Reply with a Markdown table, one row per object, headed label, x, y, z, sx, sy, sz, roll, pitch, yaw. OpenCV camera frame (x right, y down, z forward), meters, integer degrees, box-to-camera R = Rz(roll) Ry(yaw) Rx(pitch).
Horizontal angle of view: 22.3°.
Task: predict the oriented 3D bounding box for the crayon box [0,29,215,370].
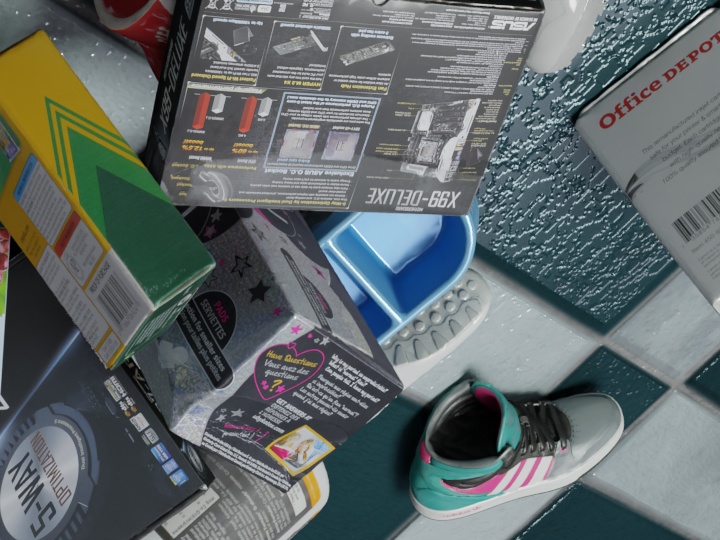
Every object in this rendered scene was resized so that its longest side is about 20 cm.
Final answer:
| label | x | y | z | sx | sy | sz | roll | pitch | yaw |
| --- | --- | --- | --- | --- | --- | --- | --- | --- | --- |
| crayon box | -0.174 | -0.051 | 1.063 | 0.051 | 0.201 | 0.126 | -36 | 177 | -26 |

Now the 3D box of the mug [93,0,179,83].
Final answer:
| label | x | y | z | sx | sy | sz | roll | pitch | yaw |
| --- | --- | --- | --- | --- | --- | --- | --- | --- | --- |
| mug | -0.050 | -0.146 | 1.084 | 0.199 | 0.179 | 0.133 | 16 | 165 | -36 |

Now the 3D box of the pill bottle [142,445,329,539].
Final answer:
| label | x | y | z | sx | sy | sz | roll | pitch | yaw |
| --- | --- | --- | --- | --- | --- | --- | --- | --- | --- |
| pill bottle | -0.126 | 0.186 | 1.322 | 0.200 | 0.116 | 0.117 | -39 | 146 | -28 |

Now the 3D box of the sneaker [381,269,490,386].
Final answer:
| label | x | y | z | sx | sy | sz | roll | pitch | yaw |
| --- | --- | --- | --- | --- | --- | --- | --- | --- | --- |
| sneaker | 0.016 | 0.066 | 1.400 | 0.199 | 0.077 | 0.080 | -33 | 150 | 9 |

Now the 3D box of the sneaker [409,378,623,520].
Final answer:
| label | x | y | z | sx | sy | sz | roll | pitch | yaw |
| --- | --- | --- | --- | --- | --- | --- | --- | --- | --- |
| sneaker | 0.131 | 0.132 | 1.535 | 0.199 | 0.084 | 0.121 | -22 | 148 | -9 |

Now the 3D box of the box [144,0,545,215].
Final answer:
| label | x | y | z | sx | sy | sz | roll | pitch | yaw |
| --- | --- | --- | --- | --- | --- | --- | --- | --- | --- |
| box | -0.012 | -0.106 | 1.036 | 0.198 | 0.050 | 0.158 | 1 | 135 | -19 |

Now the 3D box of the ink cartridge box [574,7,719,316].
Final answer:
| label | x | y | z | sx | sy | sz | roll | pitch | yaw |
| --- | --- | --- | --- | --- | --- | --- | --- | --- | --- |
| ink cartridge box | 0.271 | -0.072 | 1.323 | 0.146 | 0.201 | 0.083 | -38 | 143 | 9 |

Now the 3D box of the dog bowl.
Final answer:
| label | x | y | z | sx | sy | sz | roll | pitch | yaw |
| --- | --- | --- | --- | --- | --- | --- | --- | --- | --- |
| dog bowl | 0.000 | 0.000 | 1.307 | 0.200 | 0.050 | 0.112 | -39 | 112 | 10 |

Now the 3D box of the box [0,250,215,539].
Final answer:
| label | x | y | z | sx | sy | sz | roll | pitch | yaw |
| --- | --- | --- | --- | --- | --- | --- | --- | --- | --- |
| box | -0.218 | 0.107 | 1.216 | 0.160 | 0.201 | 0.044 | -35 | 180 | 4 |

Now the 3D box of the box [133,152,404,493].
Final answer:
| label | x | y | z | sx | sy | sz | roll | pitch | yaw |
| --- | --- | --- | --- | --- | --- | --- | --- | --- | --- |
| box | -0.082 | 0.020 | 1.194 | 0.115 | 0.201 | 0.132 | -42 | 139 | 10 |

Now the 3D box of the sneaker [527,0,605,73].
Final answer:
| label | x | y | z | sx | sy | sz | roll | pitch | yaw |
| --- | --- | --- | --- | --- | --- | --- | --- | --- | --- |
| sneaker | 0.127 | -0.222 | 1.193 | 0.080 | 0.077 | 0.201 | 2 | 126 | -18 |

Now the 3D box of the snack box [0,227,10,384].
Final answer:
| label | x | y | z | sx | sy | sz | roll | pitch | yaw |
| --- | --- | --- | --- | --- | --- | --- | --- | --- | --- |
| snack box | -0.322 | 0.051 | 1.116 | 0.198 | 0.067 | 0.170 | 3 | 93 | -31 |
